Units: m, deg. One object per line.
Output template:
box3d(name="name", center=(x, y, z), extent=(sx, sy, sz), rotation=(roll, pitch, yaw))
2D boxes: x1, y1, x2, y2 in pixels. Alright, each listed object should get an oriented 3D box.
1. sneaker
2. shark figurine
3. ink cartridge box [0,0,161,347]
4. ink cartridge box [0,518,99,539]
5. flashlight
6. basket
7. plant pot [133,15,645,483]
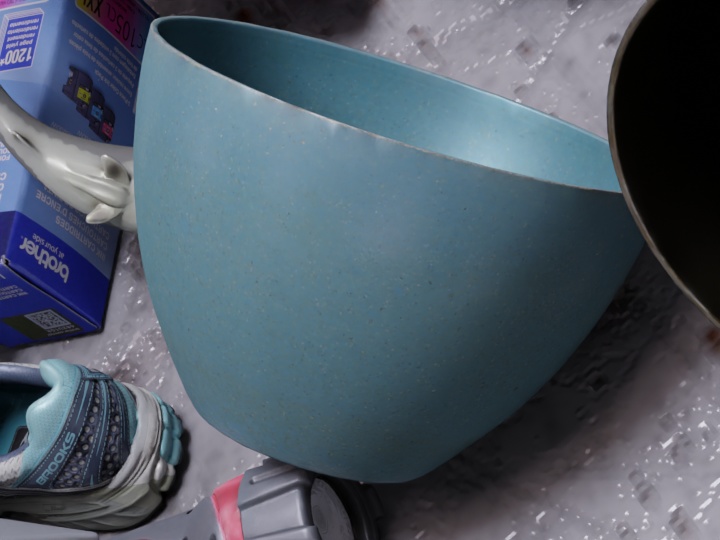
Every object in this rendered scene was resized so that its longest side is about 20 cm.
box3d(name="sneaker", center=(-0.176, 0.069, 1.080), extent=(0.199, 0.086, 0.078), rotation=(-13, 55, 30))
box3d(name="shark figurine", center=(-0.093, -0.052, 1.087), extent=(0.090, 0.213, 0.129), rotation=(-78, 6, -73))
box3d(name="ink cartridge box", center=(-0.178, -0.039, 1.158), extent=(0.136, 0.076, 0.201), rotation=(-9, 60, 32))
box3d(name="ink cartridge box", center=(-0.201, 0.191, 0.940), extent=(0.144, 0.145, 0.201), rotation=(3, 88, 38))
box3d(name="flashlight", center=(-0.087, 0.128, 0.994), extent=(0.199, 0.068, 0.068), rotation=(-22, 65, 24))
box3d(name="basket", center=(0.176, -0.069, 0.800), extent=(0.136, 0.180, 0.200), rotation=(-48, 8, 33))
box3d(name="plant pot", center=(0.000, 0.000, 0.942), extent=(0.200, 0.199, 0.135), rotation=(28, 106, 43))
